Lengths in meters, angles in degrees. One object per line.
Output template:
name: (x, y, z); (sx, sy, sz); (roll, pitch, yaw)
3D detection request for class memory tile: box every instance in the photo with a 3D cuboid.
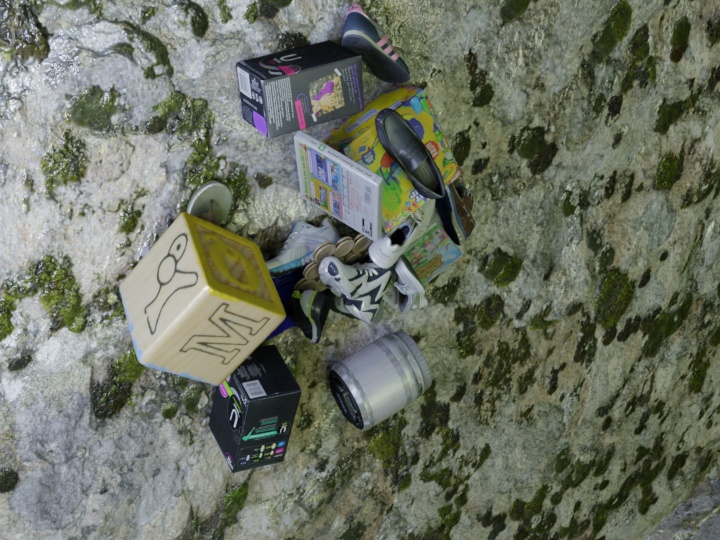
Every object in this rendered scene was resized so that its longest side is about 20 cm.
memory tile: (-0.038, -0.018, 1.766); (0.198, 0.017, 0.154); (-14, 147, -41)

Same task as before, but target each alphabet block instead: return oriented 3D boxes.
alphabet block: (-0.283, 0.054, 1.566); (0.200, 0.197, 0.195); (-43, 141, 21)

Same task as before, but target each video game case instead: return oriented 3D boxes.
video game case: (0.112, -0.012, 1.891); (0.199, 0.022, 0.182); (-38, 148, 7)
video game case: (-0.038, -0.152, 1.611); (0.022, 0.180, 0.201); (-52, 164, -22)

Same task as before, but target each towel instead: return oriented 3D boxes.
towel: (-0.169, 0.070, 1.787); (0.197, 0.049, 0.150); (-24, 126, -22)

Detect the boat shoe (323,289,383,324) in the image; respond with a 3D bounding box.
boat shoe: (-0.013, 0.070, 1.884); (0.199, 0.056, 0.070); (25, 71, -59)

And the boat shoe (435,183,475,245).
boat shoe: (0.205, -0.147, 1.915); (0.072, 0.072, 0.201); (-40, 141, -14)

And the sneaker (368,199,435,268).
sneaker: (0.097, -0.088, 1.741); (0.074, 0.087, 0.201); (39, 60, -5)

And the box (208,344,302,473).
box: (-0.218, 0.281, 1.790); (0.122, 0.149, 0.203); (-6, 129, -31)

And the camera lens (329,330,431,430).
camera lens: (0.040, 0.245, 1.956); (0.198, 0.160, 0.162); (-28, 128, -18)

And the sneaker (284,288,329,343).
sneaker: (-0.109, 0.081, 1.765); (0.201, 0.081, 0.073); (96, 12, -64)

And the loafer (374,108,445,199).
loafer: (0.097, -0.213, 1.615); (0.068, 0.070, 0.201); (-43, 120, -9)

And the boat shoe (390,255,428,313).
boat shoe: (0.096, 0.036, 1.857); (0.064, 0.075, 0.202); (-30, 156, -2)

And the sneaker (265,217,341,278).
sneaker: (-0.127, -0.048, 1.736); (0.198, 0.075, 0.088); (-25, 93, -32)

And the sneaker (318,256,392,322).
sneaker: (0.000, 0.000, 1.749); (0.131, 0.079, 0.200); (-56, 133, -17)

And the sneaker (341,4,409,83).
sneaker: (0.037, -0.421, 1.642); (0.199, 0.069, 0.084); (30, 60, -55)

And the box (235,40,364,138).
box: (-0.105, -0.325, 1.557); (0.197, 0.122, 0.108); (-20, 125, -24)

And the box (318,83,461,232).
box: (0.059, -0.220, 1.706); (0.199, 0.122, 0.194); (-37, 119, -13)

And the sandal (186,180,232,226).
sandal: (-0.295, -0.071, 1.613); (0.079, 0.057, 0.203); (27, 100, -39)
